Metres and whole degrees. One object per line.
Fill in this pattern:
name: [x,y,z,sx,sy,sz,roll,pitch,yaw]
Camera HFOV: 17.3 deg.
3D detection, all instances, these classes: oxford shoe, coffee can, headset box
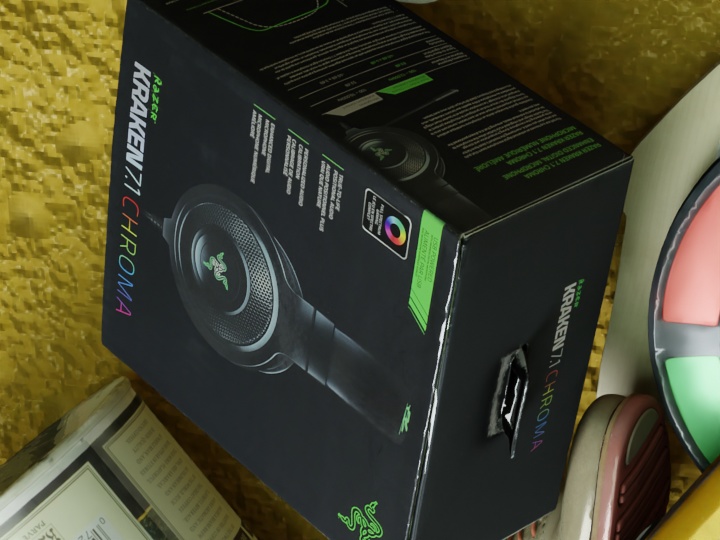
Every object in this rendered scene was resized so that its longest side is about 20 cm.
oxford shoe: [0.079,0.123,0.986,0.075,0.070,0.201,25,131,20]
coffee can: [-0.095,0.168,1.034,0.146,0.146,0.200,-36,96,26]
headset box: [0.000,0.000,0.906,0.200,0.093,0.175,38,135,32]

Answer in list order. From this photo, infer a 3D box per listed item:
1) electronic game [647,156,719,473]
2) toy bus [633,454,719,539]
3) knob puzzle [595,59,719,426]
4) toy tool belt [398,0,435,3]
electronic game: [0.209,0.026,0.906,0.199,0.042,0.201,7,113,16]
toy bus: [0.165,0.080,0.866,0.065,0.078,0.200,42,107,6]
knob puzzle: [0.198,-0.017,0.933,0.218,0.030,0.221,7,112,16]
toy tool belt: [0.041,-0.195,0.842,0.200,0.123,0.125,-38,68,15]
